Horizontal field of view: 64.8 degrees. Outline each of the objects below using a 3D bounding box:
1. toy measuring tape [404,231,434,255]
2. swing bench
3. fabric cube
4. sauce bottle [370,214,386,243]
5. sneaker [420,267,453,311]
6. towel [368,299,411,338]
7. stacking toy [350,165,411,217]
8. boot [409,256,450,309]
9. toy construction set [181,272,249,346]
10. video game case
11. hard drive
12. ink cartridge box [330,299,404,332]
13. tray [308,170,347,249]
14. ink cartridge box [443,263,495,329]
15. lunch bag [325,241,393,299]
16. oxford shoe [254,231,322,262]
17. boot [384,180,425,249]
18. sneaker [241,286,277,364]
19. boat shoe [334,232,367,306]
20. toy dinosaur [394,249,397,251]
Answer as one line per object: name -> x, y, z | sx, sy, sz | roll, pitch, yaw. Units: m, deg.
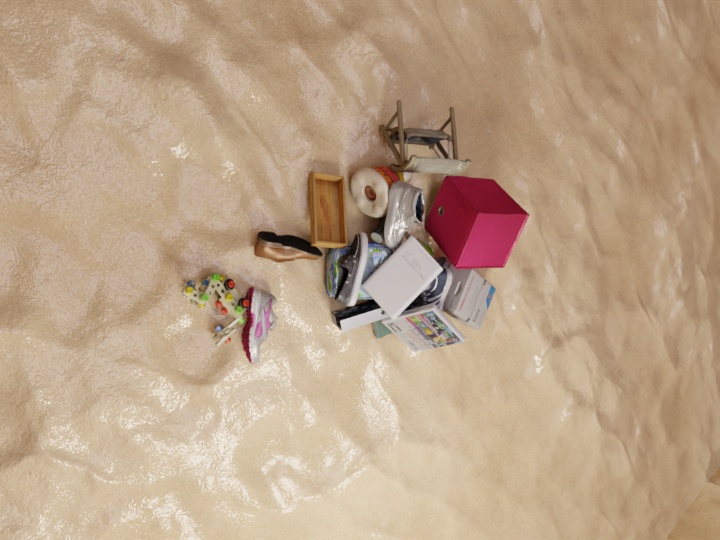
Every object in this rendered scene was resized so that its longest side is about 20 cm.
toy measuring tape -> 0.160, -0.060, 1.701 | 0.199, 0.073, 0.075 | 26, 83, -57
swing bench -> 0.182, -0.356, 1.617 | 0.195, 0.130, 0.204 | 0, 65, -27
fabric cube -> 0.342, -0.143, 1.698 | 0.196, 0.201, 0.199 | 0, 129, -27
sauce bottle -> 0.095, -0.161, 1.651 | 0.065, 0.064, 0.201 | 50, 59, -24
sneaker -> 0.194, 0.079, 1.672 | 0.106, 0.070, 0.204 | 3, 118, -22
towel -> 0.089, 0.090, 1.731 | 0.144, 0.022, 0.205 | -16, 102, -27
stacking toy -> 0.077, -0.257, 1.642 | 0.199, 0.144, 0.149 | -37, 113, -39
boot -> 0.201, 0.017, 1.737 | 0.201, 0.072, 0.091 | -54, 132, -20
toy construction set -> -0.362, 0.092, 1.446 | 0.131, 0.091, 0.203 | -49, 126, -41
video game case -> 0.189, 0.175, 1.695 | 0.200, 0.180, 0.023 | 44, 42, -38
hard drive -> 0.117, 0.020, 1.585 | 0.200, 0.025, 0.132 | -44, 89, -8
ink cartridge box -> 0.020, 0.121, 1.637 | 0.196, 0.099, 0.040 | -15, 104, -17
tray -> -0.090, -0.165, 1.557 | 0.097, 0.037, 0.205 | 5, 73, -28
ink cartridge box -> 0.333, 0.083, 1.789 | 0.199, 0.085, 0.149 | 31, 80, -49
lunch bag -> 0.000, 0.000, 1.624 | 0.196, 0.082, 0.165 | -1, 92, -21
oxford shoe -> -0.197, -0.052, 1.544 | 0.196, 0.072, 0.072 | 11, 119, -29
boot -> 0.124, -0.138, 1.554 | 0.073, 0.094, 0.204 | -33, 135, -44
sneaker -> -0.263, 0.149, 1.513 | 0.086, 0.081, 0.205 | 5, 95, -27
boat shoe -> -0.030, -0.008, 1.541 | 0.065, 0.070, 0.205 | 12, 91, -20
toy dinosaur -> 0.113, -0.123, 1.707 | 0.105, 0.060, 0.205 | 7, 97, -53
